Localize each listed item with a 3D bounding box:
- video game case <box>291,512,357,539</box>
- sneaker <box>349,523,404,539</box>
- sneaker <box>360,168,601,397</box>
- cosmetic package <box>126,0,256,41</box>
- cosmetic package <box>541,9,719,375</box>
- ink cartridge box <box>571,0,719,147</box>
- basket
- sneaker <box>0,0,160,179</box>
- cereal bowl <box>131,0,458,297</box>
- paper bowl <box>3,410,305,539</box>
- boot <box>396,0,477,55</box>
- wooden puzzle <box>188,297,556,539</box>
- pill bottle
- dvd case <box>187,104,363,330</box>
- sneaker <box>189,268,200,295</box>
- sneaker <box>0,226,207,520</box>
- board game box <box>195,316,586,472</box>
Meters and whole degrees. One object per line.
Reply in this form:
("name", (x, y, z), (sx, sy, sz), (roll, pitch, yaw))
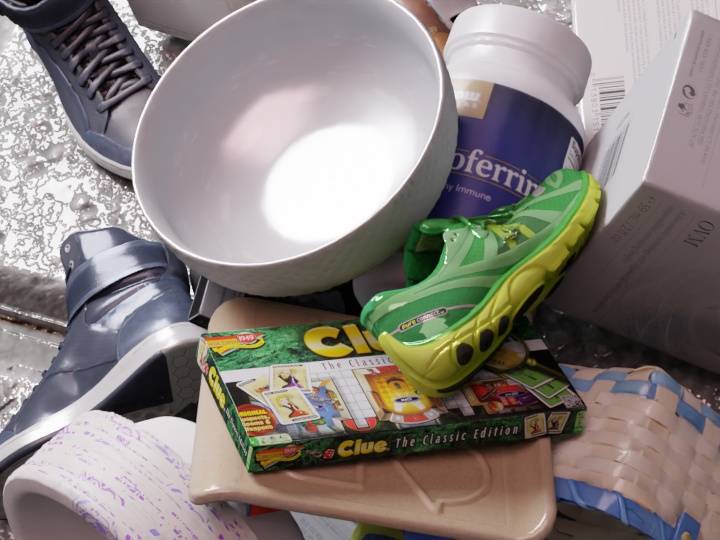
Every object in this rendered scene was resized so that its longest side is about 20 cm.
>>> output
("video game case", (-0.082, 0.209, 1.432), (0.182, 0.023, 0.200), (-43, 63, -13))
("sneaker", (-0.002, 0.239, 1.312), (0.075, 0.105, 0.201), (5, 96, 18))
("sneaker", (0.072, -0.011, 1.298), (0.083, 0.074, 0.200), (38, 46, 10))
("cosmetic package", (-0.080, -0.260, 1.633), (0.107, 0.085, 0.200), (20, 64, 28))
("cosmetic package", (0.239, -0.026, 1.357), (0.199, 0.199, 0.123), (20, 66, -4))
("ink cartridge box", (0.233, -0.159, 1.552), (0.175, 0.045, 0.201), (-6, 62, 9))
("basket", (0.129, 0.159, 1.329), (0.176, 0.139, 0.201), (5, 61, 51))
("sneaker", (-0.194, -0.163, 1.576), (0.077, 0.146, 0.203), (-34, 62, -10))
("cereal bowl", (-0.031, -0.067, 1.362), (0.199, 0.083, 0.201), (-12, 56, 18))
("paper bowl", (-0.107, 0.166, 1.332), (0.200, 0.201, 0.104), (37, 62, 26))
("boot", (0.011, -0.099, 1.555), (0.199, 0.069, 0.189), (-28, 70, 1))
("wooden puzzle", (0.006, 0.093, 1.299), (0.199, 0.047, 0.186), (6, 33, -3))
("pill bottle", (0.075, -0.058, 1.427), (0.115, 0.116, 0.201), (11, 66, 17))
("dvd case", (0.000, 0.000, 1.453), (0.199, 0.025, 0.151), (24, 68, -21))
("sneaker", (-0.067, -0.051, 1.515), (0.106, 0.075, 0.201), (-11, 73, 18))
("sneaker", (-0.187, 0.062, 1.500), (0.202, 0.077, 0.147), (-36, 47, 12))
("board game box", (0.017, 0.064, 1.284), (0.199, 0.024, 0.105), (-5, 34, -21))
